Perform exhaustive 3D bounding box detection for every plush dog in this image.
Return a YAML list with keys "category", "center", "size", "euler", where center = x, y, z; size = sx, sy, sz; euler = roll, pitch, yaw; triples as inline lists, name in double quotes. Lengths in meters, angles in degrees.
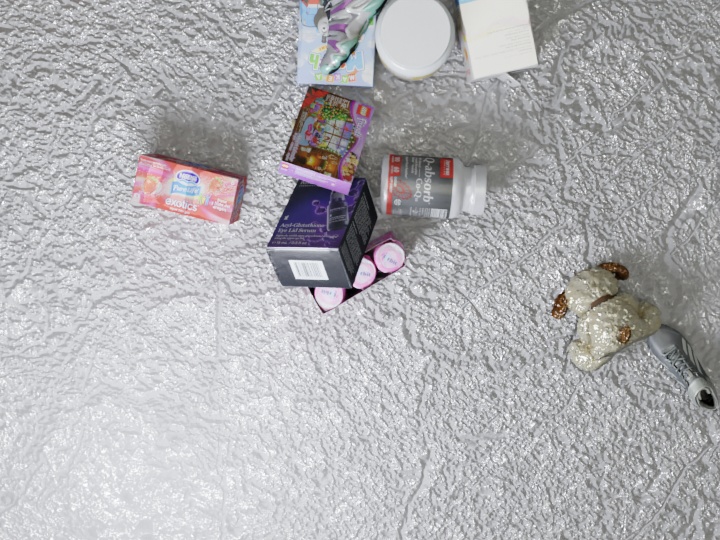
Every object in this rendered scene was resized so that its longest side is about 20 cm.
- category: "plush dog"
  center: [0.468, 0.076, 1.667]
  size: [0.199, 0.160, 0.172]
  euler: [-33, 69, 6]

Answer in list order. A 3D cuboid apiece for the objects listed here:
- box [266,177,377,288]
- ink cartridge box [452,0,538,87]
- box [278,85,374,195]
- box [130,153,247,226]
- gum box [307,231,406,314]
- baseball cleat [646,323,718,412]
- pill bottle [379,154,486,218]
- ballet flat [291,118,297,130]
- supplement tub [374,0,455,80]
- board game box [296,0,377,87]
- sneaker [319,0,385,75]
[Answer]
- category: "box"
  center: [-0.068, -0.073, 1.604]
  size: [0.147, 0.201, 0.105]
  euler: [0, 136, 20]
- category: "ink cartridge box"
  center: [0.249, -0.436, 1.588]
  size: [0.124, 0.129, 0.202]
  euler: [-11, 98, 5]
- category: "box"
  center: [-0.061, -0.248, 1.615]
  size: [0.136, 0.039, 0.201]
  euler: [18, 57, -4]
- category: "box"
  center: [-0.332, -0.160, 1.676]
  size: [0.198, 0.103, 0.095]
  euler: [14, 99, 2]
- category: "gum box"
  center: [0.000, 0.000, 1.679]
  size: [0.199, 0.114, 0.066]
  euler: [-31, 97, 7]
- category: "baseball cleat"
  center: [0.643, 0.191, 1.684]
  size: [0.070, 0.106, 0.200]
  euler: [-41, 93, 13]
- category: "pill bottle"
  center: [0.138, -0.160, 1.646]
  size: [0.198, 0.116, 0.117]
  euler: [3, 100, 2]
- category: "ballet flat"
  center: [-0.075, -0.210, 1.674]
  size: [0.057, 0.066, 0.201]
  euler: [-36, 95, 18]
- category: "supplement tub"
  center: [0.098, -0.425, 1.561]
  size: [0.144, 0.200, 0.147]
  euler: [0, 99, 3]
- category: "board game box"
  center: [-0.044, -0.458, 1.646]
  size: [0.150, 0.037, 0.202]
  euler: [3, 100, 2]
- category: "sneaker"
  center: [-0.052, -0.476, 1.591]
  size: [0.139, 0.078, 0.201]
  euler: [34, 89, -2]
